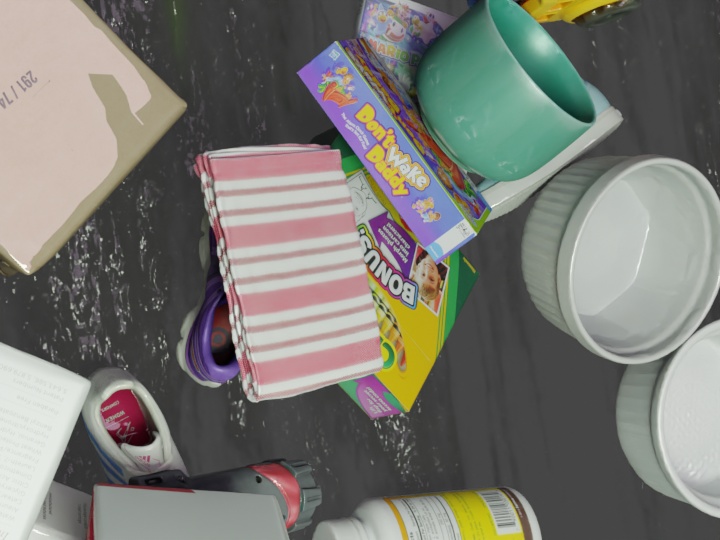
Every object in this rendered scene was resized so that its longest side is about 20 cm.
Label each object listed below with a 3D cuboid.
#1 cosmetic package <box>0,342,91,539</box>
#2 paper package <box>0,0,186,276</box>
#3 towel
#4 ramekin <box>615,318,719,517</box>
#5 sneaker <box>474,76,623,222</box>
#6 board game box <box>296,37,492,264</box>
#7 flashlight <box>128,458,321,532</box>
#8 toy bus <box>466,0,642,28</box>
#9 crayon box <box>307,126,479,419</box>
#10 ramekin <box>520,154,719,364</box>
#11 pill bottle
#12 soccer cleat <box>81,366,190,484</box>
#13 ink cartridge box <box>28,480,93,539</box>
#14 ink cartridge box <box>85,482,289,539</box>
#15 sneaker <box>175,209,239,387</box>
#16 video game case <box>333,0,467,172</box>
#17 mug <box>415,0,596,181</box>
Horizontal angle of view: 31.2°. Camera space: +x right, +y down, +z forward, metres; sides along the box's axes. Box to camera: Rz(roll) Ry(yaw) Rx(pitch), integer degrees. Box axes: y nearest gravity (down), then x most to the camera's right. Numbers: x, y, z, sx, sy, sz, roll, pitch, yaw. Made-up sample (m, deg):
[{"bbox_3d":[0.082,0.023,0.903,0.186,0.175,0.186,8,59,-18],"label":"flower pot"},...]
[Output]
[{"bbox_3d":[-0.331,0.143,0.984,0.164,0.165,0.201,25,78,-21],"label":"cosmetic package"},{"bbox_3d":[-0.278,-0.126,1.049,0.191,0.103,0.200,45,72,-16],"label":"paper package"},{"bbox_3d":[-0.055,-0.002,1.042,0.146,0.030,0.202,-8,85,-44],"label":"towel"},{"bbox_3d":[0.359,0.148,1.325,0.199,0.098,0.202,1,89,-23],"label":"ramekin"},{"bbox_3d":[0.162,-0.121,1.270,0.199,0.074,0.082,-35,80,-21],"label":"sneaker"},{"bbox_3d":[0.035,-0.110,1.138,0.045,0.134,0.201,-36,93,16],"label":"board game box"},{"bbox_3d":[-0.115,0.200,1.082,0.199,0.068,0.068,-2,125,-56],"label":"flashlight"},{"bbox_3d":[0.181,-0.299,1.208,0.191,0.200,0.137,-17,89,-17],"label":"toy bus"},{"bbox_3d":[0.000,0.000,1.144,0.200,0.058,0.173,47,49,-21],"label":"crayon box"},{"bbox_3d":[0.248,-0.018,1.257,0.199,0.105,0.202,-8,106,-30],"label":"ramekin"},{"bbox_3d":[0.059,0.260,1.183,0.198,0.109,0.110,-1,89,-23],"label":"pill bottle"},{"bbox_3d":[-0.180,0.176,1.092,0.070,0.086,0.201,-29,100,-22],"label":"soccer cleat"},{"bbox_3d":[-0.207,0.277,1.055,0.199,0.084,0.145,26,104,-21],"label":"ink cartridge box"},{"bbox_3d":[-0.144,0.271,0.973,0.144,0.083,0.201,7,112,-17],"label":"ink cartridge box"},{"bbox_3d":[-0.101,0.005,1.134,0.080,0.083,0.202,14,82,-23],"label":"sneaker"},{"bbox_3d":[0.047,-0.155,1.239,0.142,0.018,0.202,15,83,-22],"label":"video game case"},{"bbox_3d":[0.132,-0.155,1.182,0.184,0.114,0.153,11,47,-54],"label":"mug"}]
